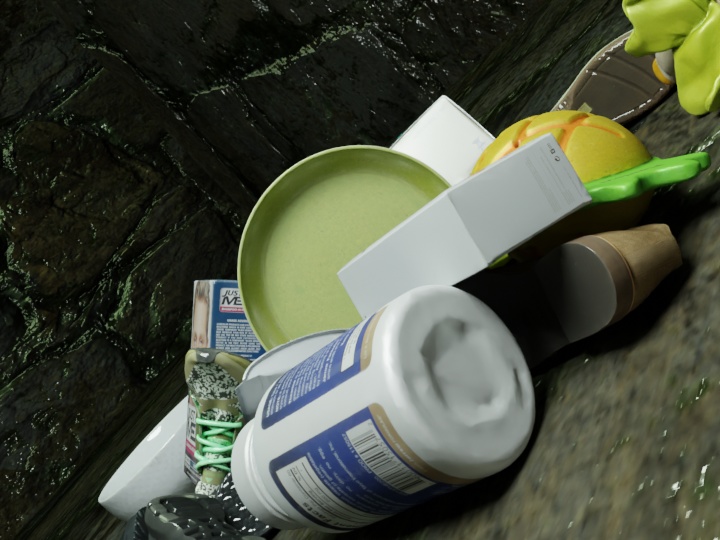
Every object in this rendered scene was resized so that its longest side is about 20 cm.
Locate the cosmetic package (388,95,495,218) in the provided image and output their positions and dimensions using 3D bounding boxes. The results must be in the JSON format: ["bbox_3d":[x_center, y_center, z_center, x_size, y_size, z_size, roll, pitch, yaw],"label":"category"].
[{"bbox_3d":[0.082,-0.071,0.884,0.104,0.073,0.200,-45,-19,-1],"label":"cosmetic package"}]

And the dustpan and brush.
[{"bbox_3d":[0.008,0.085,0.718,0.199,0.140,0.057,-16,41,-8],"label":"dustpan and brush"}]

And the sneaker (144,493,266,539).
[{"bbox_3d":[-0.105,0.225,0.674,0.200,0.075,0.080,-166,79,-65],"label":"sneaker"}]

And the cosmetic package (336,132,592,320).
[{"bbox_3d":[0.056,-0.019,0.600,0.082,0.051,0.200,-32,-1,-23],"label":"cosmetic package"}]

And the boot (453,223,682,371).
[{"bbox_3d":[0.124,0.018,0.600,0.075,0.074,0.200,-22,-3,-27],"label":"boot"}]

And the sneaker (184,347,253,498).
[{"bbox_3d":[-0.113,0.150,0.793,0.076,0.201,0.089,3,41,11],"label":"sneaker"}]

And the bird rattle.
[{"bbox_3d":[0.299,-0.218,0.744,0.200,0.113,0.163,-42,-8,-1],"label":"bird rattle"}]

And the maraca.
[{"bbox_3d":[0.147,-0.057,0.641,0.136,0.108,0.200,-21,8,-17],"label":"maraca"}]

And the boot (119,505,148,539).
[{"bbox_3d":[-0.229,0.310,0.830,0.163,0.073,0.198,-48,9,4],"label":"boot"}]

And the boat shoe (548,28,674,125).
[{"bbox_3d":[0.235,-0.167,0.907,0.200,0.072,0.076,-40,-3,30],"label":"boat shoe"}]

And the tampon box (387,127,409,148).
[{"bbox_3d":[0.032,-0.056,1.132,0.200,0.126,0.150,-44,8,8],"label":"tampon box"}]

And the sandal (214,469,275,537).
[{"bbox_3d":[-0.047,0.136,0.788,0.201,0.075,0.048,-46,-10,-12],"label":"sandal"}]

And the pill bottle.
[{"bbox_3d":[0.003,0.097,0.579,0.200,0.111,0.111,-36,12,45],"label":"pill bottle"}]

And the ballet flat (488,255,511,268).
[{"bbox_3d":[0.126,-0.039,0.838,0.200,0.067,0.067,-44,-13,18],"label":"ballet flat"}]

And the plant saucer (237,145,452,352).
[{"bbox_3d":[0.000,0.000,0.766,0.200,0.200,0.031,-44,3,1],"label":"plant saucer"}]

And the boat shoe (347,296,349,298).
[{"bbox_3d":[-0.023,0.039,0.830,0.200,0.068,0.072,-52,33,3],"label":"boat shoe"}]

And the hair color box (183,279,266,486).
[{"bbox_3d":[-0.135,0.111,0.938,0.100,0.060,0.202,177,97,-68],"label":"hair color box"}]

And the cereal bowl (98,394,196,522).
[{"bbox_3d":[-0.211,0.223,1.108,0.200,0.083,0.200,-43,8,7],"label":"cereal bowl"}]
